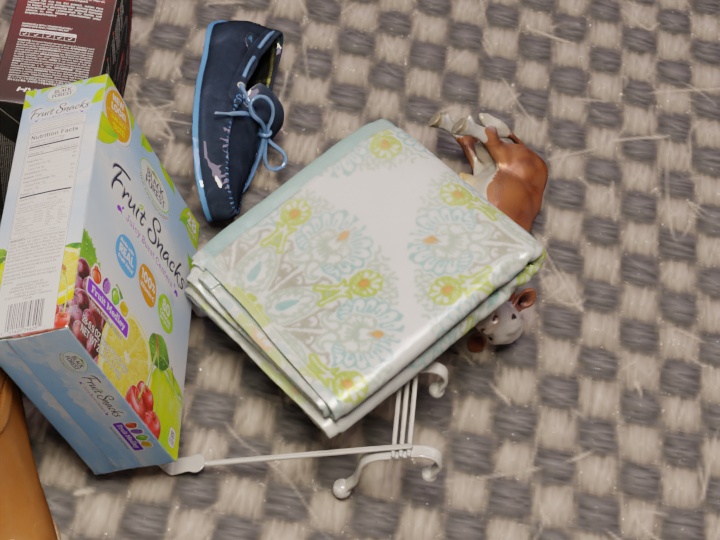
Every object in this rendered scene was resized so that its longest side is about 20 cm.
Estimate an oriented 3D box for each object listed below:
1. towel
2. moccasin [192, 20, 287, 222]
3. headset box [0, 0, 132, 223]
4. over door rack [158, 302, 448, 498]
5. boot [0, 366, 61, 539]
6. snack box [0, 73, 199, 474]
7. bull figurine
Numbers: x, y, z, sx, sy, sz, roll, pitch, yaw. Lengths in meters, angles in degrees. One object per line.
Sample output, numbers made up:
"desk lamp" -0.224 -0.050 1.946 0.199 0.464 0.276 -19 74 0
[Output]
"towel" 0.000 0.000 1.071 0.199 0.048 0.171 -38 60 -16
"moccasin" -0.092 -0.127 1.210 0.067 0.081 0.202 -2 55 4
"headset box" -0.217 -0.148 1.164 0.074 0.149 0.202 8 55 -4
"over door rack" -0.036 0.079 1.092 0.197 0.067 0.149 0 53 8
"boot" -0.236 0.109 0.972 0.073 0.155 0.201 -15 58 -18
"snack box" -0.170 0.003 1.026 0.067 0.169 0.202 -10 53 13
"bull figurine" 0.088 -0.035 1.176 0.121 0.065 0.201 43 42 -22
